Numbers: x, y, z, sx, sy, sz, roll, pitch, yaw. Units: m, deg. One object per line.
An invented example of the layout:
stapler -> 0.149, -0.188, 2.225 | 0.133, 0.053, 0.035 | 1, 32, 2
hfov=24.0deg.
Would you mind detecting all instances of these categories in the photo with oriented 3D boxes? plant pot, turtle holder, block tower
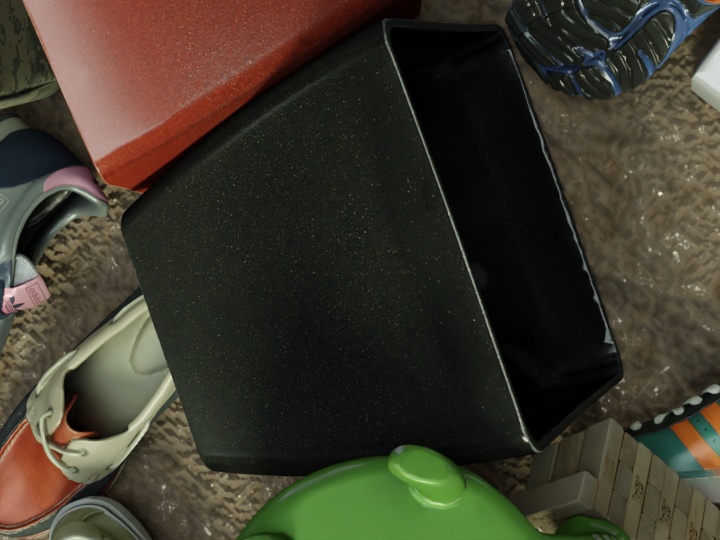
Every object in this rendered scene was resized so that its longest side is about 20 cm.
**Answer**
plant pot -> -0.073, -0.166, 0.851 | 0.175, 0.200, 0.201 | -24, 89, 2
turtle holder -> 0.021, 0.143, 0.742 | 0.141, 0.132, 0.185 | 44, 76, 8
block tower -> 0.161, 0.152, 0.839 | 0.200, 0.058, 0.054 | 39, 137, -23
plant pot -> 0.000, 0.000, 0.848 | 0.177, 0.199, 0.201 | -19, 90, 21

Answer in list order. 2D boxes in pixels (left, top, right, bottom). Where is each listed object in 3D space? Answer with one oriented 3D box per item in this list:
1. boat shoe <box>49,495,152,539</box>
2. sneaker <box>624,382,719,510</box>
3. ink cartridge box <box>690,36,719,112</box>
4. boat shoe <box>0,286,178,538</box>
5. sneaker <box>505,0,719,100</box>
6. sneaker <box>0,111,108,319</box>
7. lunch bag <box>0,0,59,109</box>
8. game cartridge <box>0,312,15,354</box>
boat shoe -> -0.105, 0.213, 0.928 | 0.072, 0.062, 0.200 | -41, 96, 10
sneaker -> 0.198, 0.084, 0.877 | 0.199, 0.071, 0.080 | -8, 72, 17
ink cartridge box -> 0.283, -0.091, 0.836 | 0.200, 0.084, 0.145 | 38, 99, 7
boat shoe -> -0.146, 0.076, 0.938 | 0.200, 0.063, 0.071 | -44, 87, 11
sneaker -> 0.154, -0.149, 0.841 | 0.200, 0.078, 0.076 | -25, 104, 45
sneaker -> -0.216, 0.009, 0.910 | 0.082, 0.070, 0.200 | 31, 74, 12
lunch bag -> -0.246, -0.160, 0.875 | 0.139, 0.200, 0.169 | -6, 99, 14
game cartridge -> -0.294, 0.083, 0.980 | 0.133, 0.042, 0.201 | 26, 98, 12
